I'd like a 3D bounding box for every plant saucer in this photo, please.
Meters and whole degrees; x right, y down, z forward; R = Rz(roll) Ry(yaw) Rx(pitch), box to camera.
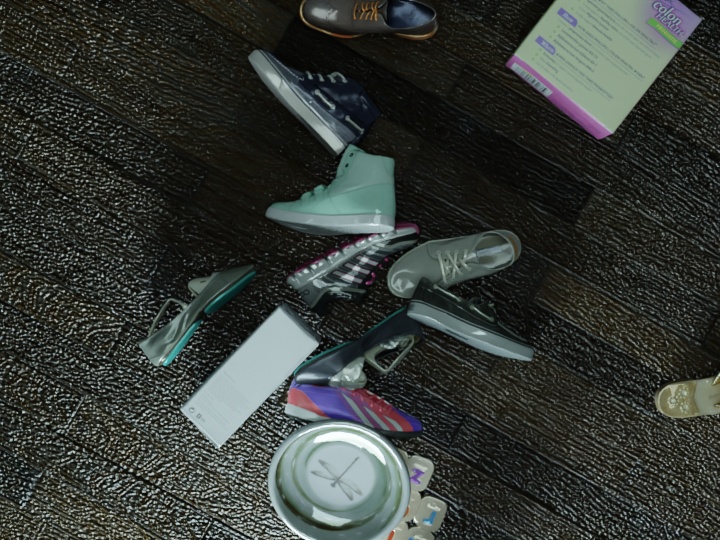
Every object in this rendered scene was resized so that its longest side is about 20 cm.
[{"bbox_3d":[-0.028,0.291,1.530,0.199,0.050,0.201,2,109,5],"label":"plant saucer"}]

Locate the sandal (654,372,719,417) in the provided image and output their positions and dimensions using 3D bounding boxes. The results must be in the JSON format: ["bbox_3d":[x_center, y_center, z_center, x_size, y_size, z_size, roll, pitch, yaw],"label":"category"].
[{"bbox_3d":[0.530,0.171,1.553,0.211,0.070,0.078,-13,92,0],"label":"sandal"}]

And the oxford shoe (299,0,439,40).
[{"bbox_3d":[0.013,-0.366,1.534,0.199,0.073,0.072,2,92,0],"label":"oxford shoe"}]

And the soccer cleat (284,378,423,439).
[{"bbox_3d":[-0.005,0.193,1.554,0.199,0.068,0.073,11,87,2],"label":"soccer cleat"}]

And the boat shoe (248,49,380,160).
[{"bbox_3d":[-0.061,-0.255,1.543,0.093,0.075,0.200,-44,100,-4],"label":"boat shoe"}]

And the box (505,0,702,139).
[{"bbox_3d":[0.335,-0.318,1.527,0.176,0.097,0.200,38,92,-1],"label":"box"}]

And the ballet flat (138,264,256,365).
[{"bbox_3d":[-0.236,0.049,1.548,0.064,0.067,0.200,45,91,6],"label":"ballet flat"}]

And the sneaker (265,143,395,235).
[{"bbox_3d":[-0.037,-0.114,1.528,0.200,0.074,0.119,1,79,27],"label":"sneaker"}]

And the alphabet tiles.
[{"bbox_3d":[0.018,0.342,1.576,0.199,0.015,0.196,21,97,-1],"label":"alphabet tiles"}]

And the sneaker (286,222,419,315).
[{"bbox_3d":[0.000,0.000,1.546,0.200,0.074,0.088,-27,99,-2],"label":"sneaker"}]

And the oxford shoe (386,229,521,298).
[{"bbox_3d":[0.132,-0.012,1.553,0.199,0.058,0.075,-16,95,2],"label":"oxford shoe"}]

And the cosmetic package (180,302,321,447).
[{"bbox_3d":[-0.150,0.142,1.528,0.200,0.113,0.081,-45,91,3],"label":"cosmetic package"}]

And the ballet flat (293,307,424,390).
[{"bbox_3d":[0.005,0.122,1.526,0.200,0.073,0.073,-28,92,-18],"label":"ballet flat"}]

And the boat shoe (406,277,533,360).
[{"bbox_3d":[0.163,0.069,1.538,0.200,0.071,0.064,25,78,-17],"label":"boat shoe"}]
